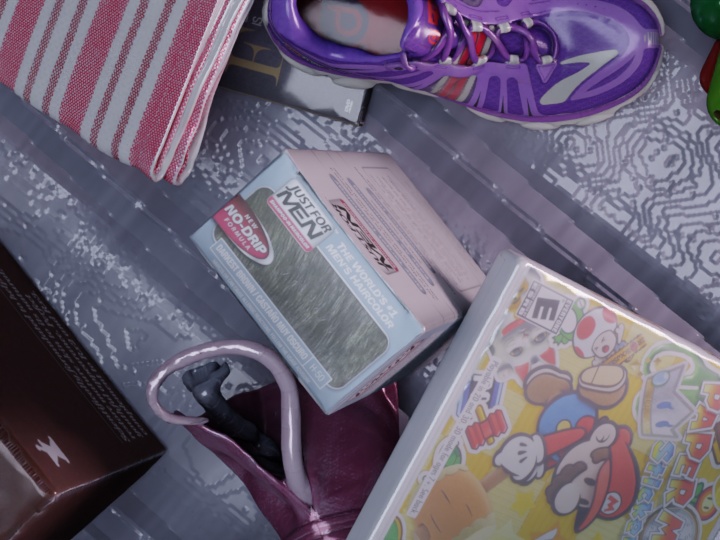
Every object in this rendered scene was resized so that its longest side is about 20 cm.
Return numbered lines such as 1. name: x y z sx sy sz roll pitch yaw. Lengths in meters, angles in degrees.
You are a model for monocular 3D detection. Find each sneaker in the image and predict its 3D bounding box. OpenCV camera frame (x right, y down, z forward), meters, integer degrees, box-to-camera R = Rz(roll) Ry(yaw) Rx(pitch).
1. sneaker: 0.049 -0.111 0.951 0.198 0.083 0.081 4 96 2

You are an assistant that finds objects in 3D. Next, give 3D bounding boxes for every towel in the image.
1. towel: -0.134 -0.149 0.994 0.199 0.030 0.147 32 104 31

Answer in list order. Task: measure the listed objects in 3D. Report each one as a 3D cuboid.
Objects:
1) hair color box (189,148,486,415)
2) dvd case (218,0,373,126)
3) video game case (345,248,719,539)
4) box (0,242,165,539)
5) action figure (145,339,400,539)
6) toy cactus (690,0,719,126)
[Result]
1. hair color box: 0.000 0.000 0.912 0.061 0.200 0.099 -40 83 12
2. dvd case: -0.074 -0.173 1.016 0.199 0.016 0.150 17 97 12
3. video game case: 0.092 0.114 0.926 0.181 0.023 0.201 26 95 -29
4. box: -0.242 0.103 0.992 0.200 0.164 0.166 -41 83 11
5. action figure: -0.006 0.128 0.955 0.133 0.149 0.201 -21 74 7
6. toy cactus: 0.201 -0.169 0.927 0.165 0.102 0.201 31 102 29
